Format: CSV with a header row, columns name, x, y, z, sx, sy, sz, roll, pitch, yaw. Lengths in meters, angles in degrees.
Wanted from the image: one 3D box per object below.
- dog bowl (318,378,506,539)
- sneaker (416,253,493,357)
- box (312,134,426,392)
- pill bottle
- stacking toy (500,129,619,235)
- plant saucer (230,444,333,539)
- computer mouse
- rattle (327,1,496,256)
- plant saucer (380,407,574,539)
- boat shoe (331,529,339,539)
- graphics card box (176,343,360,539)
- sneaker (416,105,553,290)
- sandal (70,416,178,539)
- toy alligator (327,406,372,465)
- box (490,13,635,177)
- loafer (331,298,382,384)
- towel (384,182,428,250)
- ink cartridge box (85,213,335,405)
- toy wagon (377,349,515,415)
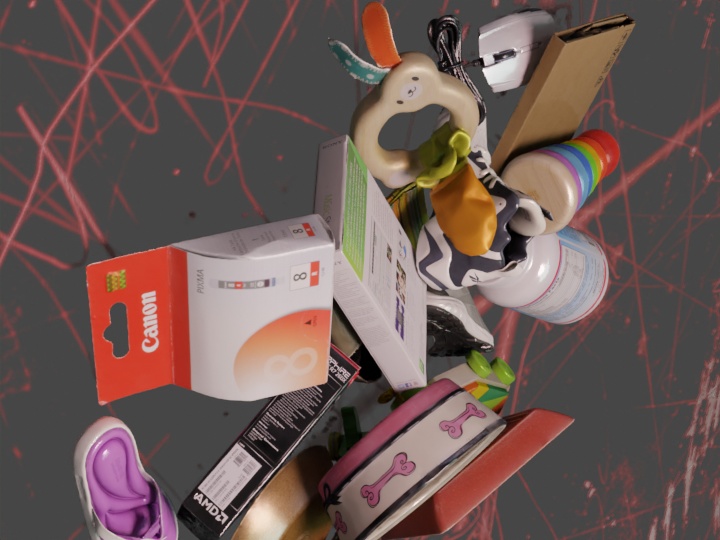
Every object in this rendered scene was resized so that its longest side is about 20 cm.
name,x,y,z,sx,sy,sz,roll,pitch,yaw
dog bowl,0.043,0.183,1.384,0.199,0.074,0.200,-38,169,-9
sneaker,0.095,0.041,1.526,0.200,0.073,0.080,51,35,-63
box,0.011,-0.004,1.328,0.146,0.036,0.201,-87,156,-42
pill bottle,0.183,-0.008,1.573,0.199,0.108,0.110,18,98,-54
stacking toy,0.220,-0.107,1.523,0.200,0.084,0.086,-35,139,-55
plant saucer,-0.076,0.270,1.438,0.201,0.035,0.201,-49,157,-29
computer mouse,0.146,-0.217,1.426,0.199,0.044,0.111,-29,108,-43
rattle,0.046,-0.120,1.289,0.201,0.128,0.144,70,17,-54
plant saucer,0.117,0.219,1.590,0.199,0.037,0.200,-36,180,-22
boat shoe,-0.019,0.305,1.491,0.202,0.062,0.075,-90,170,-72
graphics card box,-0.087,0.161,1.334,0.201,0.051,0.126,-50,178,-17
sneaker,0.132,-0.079,1.404,0.079,0.128,0.202,43,54,-51
sandal,-0.202,0.211,1.270,0.082,0.050,0.204,-45,142,-23
toy alligator,0.006,0.222,1.519,0.055,0.058,0.201,-82,163,-44
box,0.199,-0.168,1.500,0.163,0.021,0.201,-25,148,-51
loafer,-0.016,0.038,1.351,0.075,0.069,0.201,-49,145,-18
towel,0.000,0.000,1.422,0.200,0.018,0.087,-45,140,-24
ink cartridge box,-0.120,0.045,1.191,0.198,0.050,0.164,-15,135,-20
toy wagon,0.081,0.150,1.541,0.155,0.040,0.199,-44,154,14
